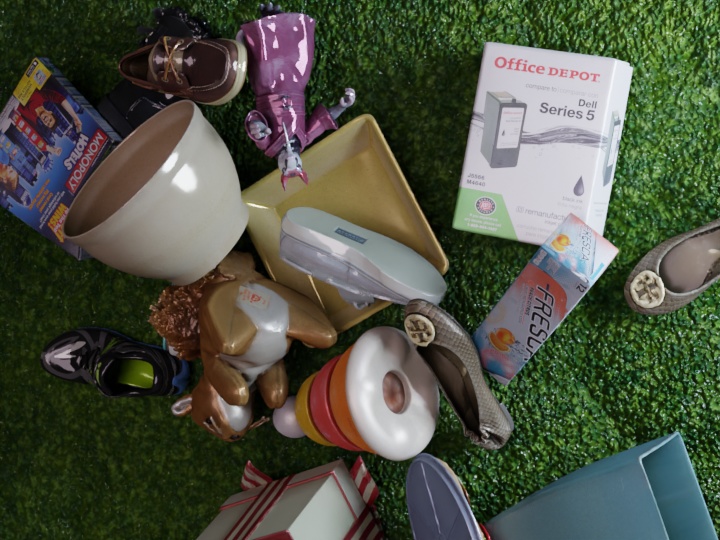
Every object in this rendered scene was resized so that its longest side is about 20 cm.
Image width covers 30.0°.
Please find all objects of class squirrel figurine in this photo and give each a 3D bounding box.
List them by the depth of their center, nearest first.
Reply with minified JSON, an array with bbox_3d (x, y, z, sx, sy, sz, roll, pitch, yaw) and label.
[{"bbox_3d":[-0.151,0.088,1.521,0.200,0.141,0.187,52,135,33],"label":"squirrel figurine"}]

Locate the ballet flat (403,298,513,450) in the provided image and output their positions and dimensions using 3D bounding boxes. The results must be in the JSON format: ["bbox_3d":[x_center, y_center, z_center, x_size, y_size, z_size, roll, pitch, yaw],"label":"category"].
[{"bbox_3d":[0.100,0.115,1.425,0.067,0.046,0.200,-1,128,48],"label":"ballet flat"}]

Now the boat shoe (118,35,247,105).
[{"bbox_3d":[-0.198,-0.221,1.462,0.200,0.072,0.072,14,99,51],"label":"boat shoe"}]

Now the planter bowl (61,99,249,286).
[{"bbox_3d":[-0.207,-0.069,1.472,0.200,0.200,0.135,-37,116,20],"label":"planter bowl"}]

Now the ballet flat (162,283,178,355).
[{"bbox_3d":[-0.196,0.004,1.595,0.069,0.069,0.200,7,99,23],"label":"ballet flat"}]

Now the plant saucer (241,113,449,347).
[{"bbox_3d":[-0.016,-0.044,1.518,0.200,0.048,0.200,-30,81,22],"label":"plant saucer"}]

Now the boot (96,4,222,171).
[{"bbox_3d":[-0.204,-0.200,1.583,0.198,0.073,0.163,44,103,15],"label":"boot"}]

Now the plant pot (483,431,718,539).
[{"bbox_3d":[0.239,0.269,1.376,0.200,0.141,0.142,-21,84,28],"label":"plant pot"}]

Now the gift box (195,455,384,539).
[{"bbox_3d":[-0.072,0.312,1.480,0.184,0.187,0.200,-17,101,25],"label":"gift box"}]

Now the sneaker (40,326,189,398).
[{"bbox_3d":[-0.305,0.112,1.629,0.199,0.083,0.071,9,96,23],"label":"sneaker"}]

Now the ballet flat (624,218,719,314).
[{"bbox_3d":[0.353,-0.017,1.353,0.200,0.046,0.067,-29,80,22],"label":"ballet flat"}]

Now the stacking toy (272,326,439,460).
[{"bbox_3d":[-0.025,0.148,1.504,0.200,0.146,0.146,-15,86,40],"label":"stacking toy"}]

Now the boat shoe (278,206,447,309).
[{"bbox_3d":[-0.001,0.000,1.459,0.201,0.070,0.072,27,123,18],"label":"boat shoe"}]

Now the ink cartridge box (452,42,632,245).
[{"bbox_3d":[0.190,-0.129,1.405,0.145,0.084,0.200,12,97,22],"label":"ink cartridge box"}]

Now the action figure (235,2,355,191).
[{"bbox_3d":[-0.096,-0.186,1.476,0.149,0.134,0.200,-2,92,55],"label":"action figure"}]

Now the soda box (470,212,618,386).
[{"bbox_3d":[0.180,0.033,1.371,0.064,0.068,0.200,39,140,8],"label":"soda box"}]

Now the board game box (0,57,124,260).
[{"bbox_3d":[-0.364,-0.121,1.646,0.200,0.062,0.200,46,117,12],"label":"board game box"}]

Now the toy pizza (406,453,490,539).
[{"bbox_3d":[0.102,0.289,1.430,0.032,0.200,0.201,-15,85,-18],"label":"toy pizza"}]
